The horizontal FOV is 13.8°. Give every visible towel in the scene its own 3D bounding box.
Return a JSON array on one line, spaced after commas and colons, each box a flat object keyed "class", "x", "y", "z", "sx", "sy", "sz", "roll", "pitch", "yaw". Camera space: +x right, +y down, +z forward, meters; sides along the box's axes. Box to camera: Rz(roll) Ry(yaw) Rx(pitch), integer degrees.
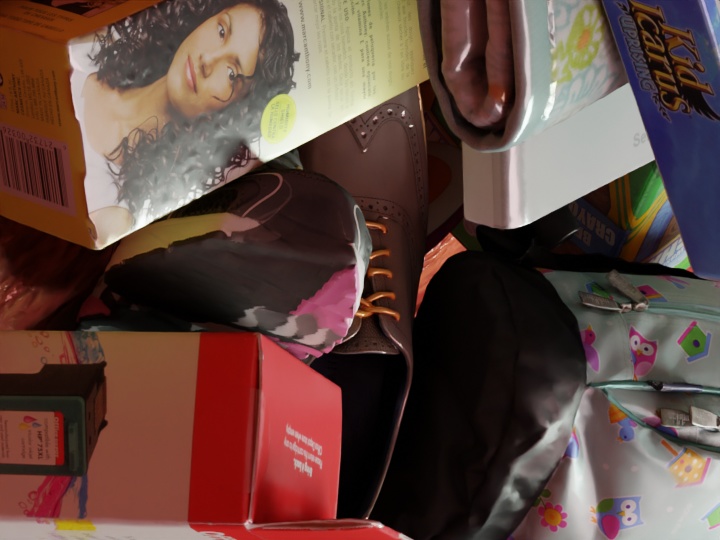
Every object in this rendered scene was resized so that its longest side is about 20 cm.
[{"class": "towel", "x": 0.083, "y": -0.156, "z": 0.973, "sx": 0.171, "sy": 0.048, "sz": 0.200, "roll": -28, "pitch": 123, "yaw": -43}]

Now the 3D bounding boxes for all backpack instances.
[{"class": "backpack", "x": 0.107, "y": 0.071, "z": 1.191, "sx": 0.200, "sy": 0.127, "sz": 0.167, "roll": 8, "pitch": 141, "yaw": -28}]

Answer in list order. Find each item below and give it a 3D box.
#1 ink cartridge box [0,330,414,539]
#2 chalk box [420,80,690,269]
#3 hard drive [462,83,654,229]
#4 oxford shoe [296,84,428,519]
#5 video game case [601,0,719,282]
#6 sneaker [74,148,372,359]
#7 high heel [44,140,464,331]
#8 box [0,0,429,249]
[{"class": "ink cartridge box", "x": -0.078, "y": 0.062, "z": 1.023, "sx": 0.116, "sy": 0.200, "sz": 0.067, "roll": 41, "pitch": 51, "yaw": -73}, {"class": "chalk box", "x": 0.100, "y": -0.063, "z": 1.252, "sx": 0.124, "sy": 0.124, "sz": 0.200, "roll": -34, "pitch": 159, "yaw": -31}, {"class": "hard drive", "x": 0.080, "y": -0.129, "z": 1.041, "sx": 0.132, "sy": 0.026, "sz": 0.200, "roll": -26, "pitch": 122, "yaw": -45}, {"class": "oxford shoe", "x": 0.000, "y": 0.000, "z": 1.121, "sx": 0.071, "sy": 0.073, "sz": 0.200, "roll": -1, "pitch": 103, "yaw": -20}, {"class": "video game case", "x": 0.148, "y": -0.125, "z": 0.998, "sx": 0.181, "sy": 0.045, "sz": 0.200, "roll": -53, "pitch": 139, "yaw": -30}, {"class": "sneaker", "x": -0.049, "y": -0.019, "z": 1.049, "sx": 0.200, "sy": 0.080, "sz": 0.086, "roll": -17, "pitch": -128, "yaw": 66}, {"class": "high heel", "x": -0.040, "y": 0.015, "z": 1.205, "sx": 0.200, "sy": 0.067, "sz": 0.096, "roll": -23, "pitch": 147, "yaw": -16}, {"class": "box", "x": -0.035, "y": -0.080, "z": 0.980, "sx": 0.200, "sy": 0.050, "sz": 0.075, "roll": -31, "pitch": 126, "yaw": -39}]
